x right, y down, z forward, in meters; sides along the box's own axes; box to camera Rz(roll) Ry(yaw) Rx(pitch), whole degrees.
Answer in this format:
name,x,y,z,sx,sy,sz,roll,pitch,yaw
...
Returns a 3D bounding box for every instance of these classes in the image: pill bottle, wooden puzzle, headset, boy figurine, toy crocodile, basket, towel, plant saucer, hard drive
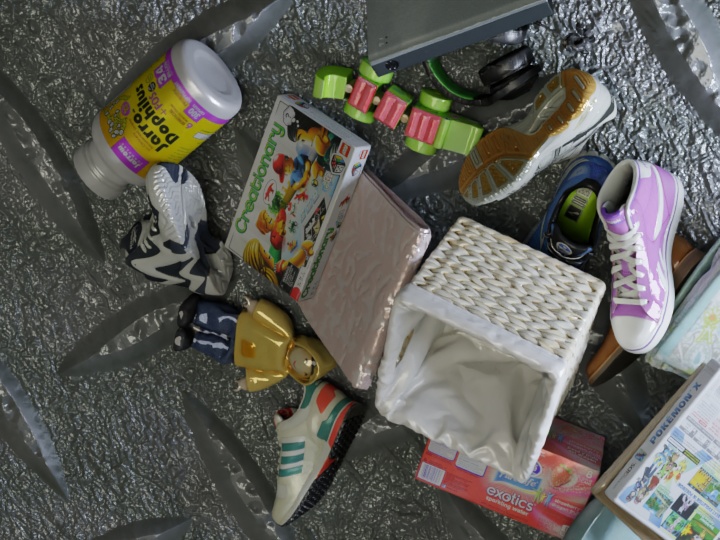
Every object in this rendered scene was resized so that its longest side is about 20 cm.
name,x,y,z,sx,sy,sz,roll,pitch,yaw
pill bottle,-0.238,-0.168,1.638,0.199,0.104,0.105,-37,97,23
wooden puzzle,0.354,0.212,1.574,0.185,0.037,0.200,-48,131,0
headset,0.152,-0.237,1.517,0.197,0.094,0.125,-2,109,27
boy figurine,-0.125,0.095,1.723,0.197,0.064,0.126,19,110,11
toy crocodile,0.042,-0.179,1.584,0.198,0.062,0.068,26,113,4
basket,0.140,0.083,1.557,0.198,0.161,0.200,24,138,14
towel,0.425,0.052,1.549,0.170,0.048,0.201,25,117,-18
plant saucer,0.270,0.317,1.641,0.038,0.200,0.203,30,116,32
hard drive,0.101,-0.292,1.495,0.198,0.141,0.033,-17,141,20
towel,0.000,0.000,1.606,0.032,0.191,0.202,7,116,-30

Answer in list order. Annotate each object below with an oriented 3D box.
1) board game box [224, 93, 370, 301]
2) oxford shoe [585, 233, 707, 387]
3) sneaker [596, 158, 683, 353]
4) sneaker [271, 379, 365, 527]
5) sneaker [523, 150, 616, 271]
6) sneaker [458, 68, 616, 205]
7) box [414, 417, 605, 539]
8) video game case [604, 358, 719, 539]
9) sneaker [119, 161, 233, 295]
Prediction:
name,x,y,z,sx,sy,sz,roll,pitch,yaw
board game box,-0.074,-0.084,1.638,0.126,0.034,0.202,34,116,28
oxford shoe,0.307,0.043,1.598,0.071,0.071,0.201,42,112,25
sneaker,0.281,-0.018,1.513,0.072,0.114,0.204,0,80,40
sneaker,-0.073,0.219,1.759,0.093,0.070,0.201,37,117,19
sneaker,0.220,-0.031,1.572,0.078,0.089,0.202,21,118,7
sneaker,0.196,-0.131,1.547,0.199,0.087,0.076,-39,57,30
box,0.176,0.218,1.668,0.197,0.095,0.104,21,113,7
video game case,0.373,0.211,1.548,0.183,0.022,0.199,-51,131,2
sneaker,-0.240,-0.048,1.671,0.128,0.080,0.200,1,147,22
